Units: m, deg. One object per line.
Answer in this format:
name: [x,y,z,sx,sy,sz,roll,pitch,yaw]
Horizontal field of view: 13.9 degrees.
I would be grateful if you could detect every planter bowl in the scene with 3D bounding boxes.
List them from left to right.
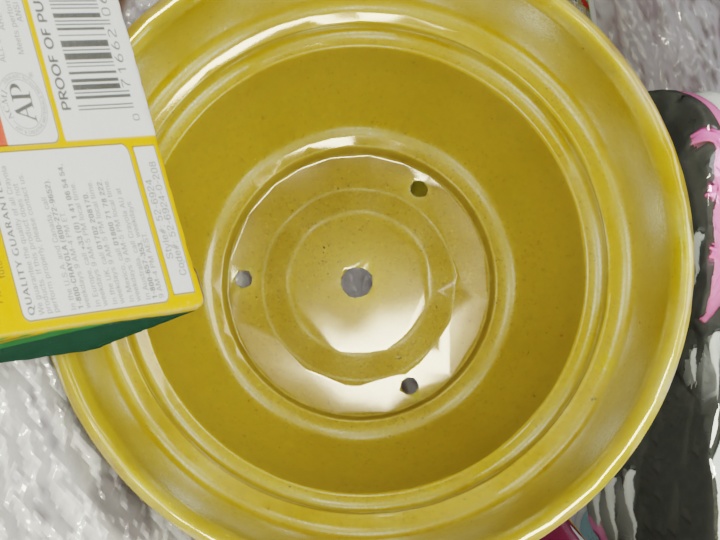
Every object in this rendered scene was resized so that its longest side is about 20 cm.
planter bowl: [0.000,0.000,0.929,0.083,0.200,0.201,110,-35,-82]

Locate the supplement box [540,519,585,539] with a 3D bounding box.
supplement box: [0.082,0.171,0.912,0.110,0.086,0.200,52,2,-27]

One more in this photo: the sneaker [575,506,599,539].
sneaker: [0.131,0.178,1.081,0.200,0.079,0.131,57,33,-20]

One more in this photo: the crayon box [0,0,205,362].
crayon box: [-0.138,-0.034,0.795,0.200,0.051,0.126,-7,79,-54]

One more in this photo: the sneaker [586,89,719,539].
sneaker: [0.131,0.033,0.957,0.086,0.080,0.201,-12,123,-25]

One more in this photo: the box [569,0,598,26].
box: [0.027,-0.107,1.117,0.200,0.035,0.110,20,57,-52]

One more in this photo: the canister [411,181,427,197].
canister: [0.128,-0.002,1.102,0.200,0.087,0.148,0,29,-48]
